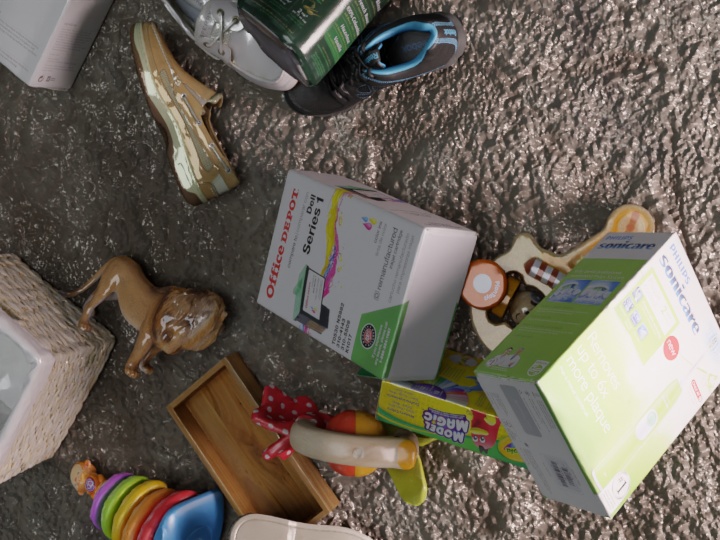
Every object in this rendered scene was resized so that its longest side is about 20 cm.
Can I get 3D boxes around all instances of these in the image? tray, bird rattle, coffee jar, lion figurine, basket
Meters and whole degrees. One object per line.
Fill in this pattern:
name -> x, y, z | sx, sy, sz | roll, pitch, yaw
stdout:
tray -> -0.119, 0.203, 1.114 | 0.098, 0.037, 0.201 | -38, 84, 20
bird rattle -> -0.012, 0.160, 1.002 | 0.196, 0.163, 0.115 | 15, 86, -3
coffee jar -> -0.016, -0.279, 0.957 | 0.200, 0.086, 0.104 | -45, 63, -6
lion figurine -> -0.245, 0.036, 1.123 | 0.199, 0.072, 0.124 | 36, 100, 17
basket -> -0.420, 0.107, 1.146 | 0.197, 0.160, 0.202 | 36, 107, 12

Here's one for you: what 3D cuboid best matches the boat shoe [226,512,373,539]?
boat shoe -> -0.049, 0.307, 1.075 | 0.197, 0.063, 0.074 | 21, 68, -11

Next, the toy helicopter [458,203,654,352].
toy helicopter -> 0.197, 0.014, 0.959 | 0.198, 0.079, 0.133 | -35, 78, 8

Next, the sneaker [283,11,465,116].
sneaker -> 0.003, -0.209, 0.996 | 0.197, 0.082, 0.075 | -20, 93, 23

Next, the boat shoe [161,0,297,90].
boat shoe -> -0.143, -0.248, 1.033 | 0.199, 0.069, 0.072 | 38, 113, 24

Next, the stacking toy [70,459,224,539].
stacking toy -> -0.263, 0.271, 1.150 | 0.198, 0.109, 0.118 | 25, 107, 27

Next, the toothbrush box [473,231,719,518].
toothbrush box -> 0.214, 0.084, 0.870 | 0.085, 0.199, 0.147 | 1, 127, 56

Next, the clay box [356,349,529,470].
clay box -> 0.101, 0.125, 0.981 | 0.196, 0.115, 0.049 | 15, 110, 18

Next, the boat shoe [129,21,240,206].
boat shoe -> -0.183, -0.176, 1.083 | 0.075, 0.072, 0.203 | -20, 97, 6

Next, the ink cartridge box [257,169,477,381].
ink cartridge box -> 0.000, 0.000, 0.980 | 0.198, 0.083, 0.148 | 26, 106, 43

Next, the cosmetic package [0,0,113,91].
cosmetic package -> -0.337, -0.316, 1.110 | 0.112, 0.081, 0.201 | 38, 106, 12
